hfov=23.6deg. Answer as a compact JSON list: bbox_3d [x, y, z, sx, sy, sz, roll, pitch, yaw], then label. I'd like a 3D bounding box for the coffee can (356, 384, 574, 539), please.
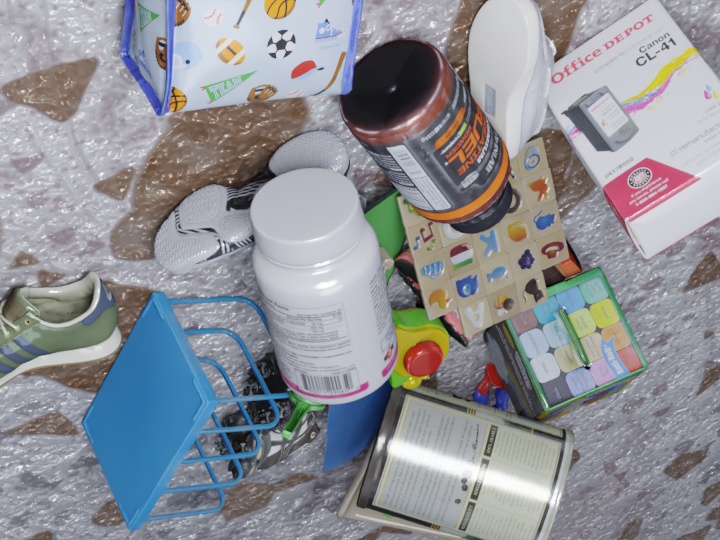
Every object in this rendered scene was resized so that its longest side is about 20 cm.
[{"bbox_3d":[0.111,0.210,1.837,0.200,0.146,0.146,17,137,2],"label":"coffee can"}]

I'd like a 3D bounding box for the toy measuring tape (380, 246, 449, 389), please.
[{"bbox_3d":[0.053,0.046,1.741,0.073,0.074,0.200,-19,135,-13],"label":"toy measuring tape"}]

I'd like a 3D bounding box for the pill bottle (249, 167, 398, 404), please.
[{"bbox_3d":[-0.033,0.014,1.530,0.113,0.113,0.200,-21,135,-10],"label":"pill bottle"}]

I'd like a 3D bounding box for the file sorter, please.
[{"bbox_3d":[-0.167,0.138,1.712,0.123,0.139,0.200,0,137,-38],"label":"file sorter"}]

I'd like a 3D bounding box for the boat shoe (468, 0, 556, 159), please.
[{"bbox_3d":[0.147,-0.183,1.577,0.068,0.072,0.200,-36,144,-27],"label":"boat shoe"}]

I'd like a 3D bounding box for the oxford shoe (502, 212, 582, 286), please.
[{"bbox_3d":[0.164,-0.024,1.787,0.072,0.071,0.200,-33,146,14],"label":"oxford shoe"}]

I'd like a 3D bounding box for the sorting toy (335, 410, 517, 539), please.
[{"bbox_3d":[0.092,0.231,1.983,0.200,0.036,0.185,13,116,-28],"label":"sorting toy"}]

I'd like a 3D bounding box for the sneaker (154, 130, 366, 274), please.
[{"bbox_3d":[-0.086,-0.039,1.590,0.200,0.075,0.115,-32,143,0],"label":"sneaker"}]

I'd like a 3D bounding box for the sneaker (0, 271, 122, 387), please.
[{"bbox_3d":[-0.317,0.052,1.569,0.200,0.067,0.090,-15,136,-18],"label":"sneaker"}]

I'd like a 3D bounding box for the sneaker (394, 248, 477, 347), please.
[{"bbox_3d":[0.103,0.013,1.792,0.087,0.074,0.200,-47,154,-9],"label":"sneaker"}]

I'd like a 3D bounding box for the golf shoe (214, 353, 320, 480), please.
[{"bbox_3d":[-0.079,0.145,1.844,0.094,0.078,0.200,-7,150,-37],"label":"golf shoe"}]

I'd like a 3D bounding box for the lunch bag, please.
[{"bbox_3d":[-0.086,-0.229,1.312,0.170,0.124,0.200,-9,128,-26],"label":"lunch bag"}]

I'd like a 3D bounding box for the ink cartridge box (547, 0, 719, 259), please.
[{"bbox_3d":[0.271,-0.133,1.602,0.148,0.200,0.086,-33,145,7],"label":"ink cartridge box"}]

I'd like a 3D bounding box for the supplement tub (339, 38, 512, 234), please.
[{"bbox_3d":[0.069,-0.113,1.559,0.107,0.107,0.200,-33,139,8],"label":"supplement tub"}]

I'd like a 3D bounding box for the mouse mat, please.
[{"bbox_3d":[0.000,0.000,1.683,0.161,0.008,0.200,-37,156,-45],"label":"mouse mat"}]

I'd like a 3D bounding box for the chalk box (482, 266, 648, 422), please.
[{"bbox_3d":[0.222,0.081,1.855,0.124,0.125,0.200,-22,170,-9],"label":"chalk box"}]

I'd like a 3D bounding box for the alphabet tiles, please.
[{"bbox_3d":[0.122,-0.041,1.686,0.166,0.006,0.200,-24,114,-20],"label":"alphabet tiles"}]

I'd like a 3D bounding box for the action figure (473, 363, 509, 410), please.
[{"bbox_3d":[0.155,0.206,2.058,0.065,0.099,0.200,-7,143,-26],"label":"action figure"}]

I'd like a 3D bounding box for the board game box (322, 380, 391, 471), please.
[{"bbox_3d":[0.002,0.124,1.873,0.158,0.039,0.200,-41,155,-30],"label":"board game box"}]

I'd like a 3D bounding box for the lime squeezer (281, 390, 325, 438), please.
[{"bbox_3d":[-0.038,0.102,1.639,0.038,0.200,0.071,35,139,-9],"label":"lime squeezer"}]
